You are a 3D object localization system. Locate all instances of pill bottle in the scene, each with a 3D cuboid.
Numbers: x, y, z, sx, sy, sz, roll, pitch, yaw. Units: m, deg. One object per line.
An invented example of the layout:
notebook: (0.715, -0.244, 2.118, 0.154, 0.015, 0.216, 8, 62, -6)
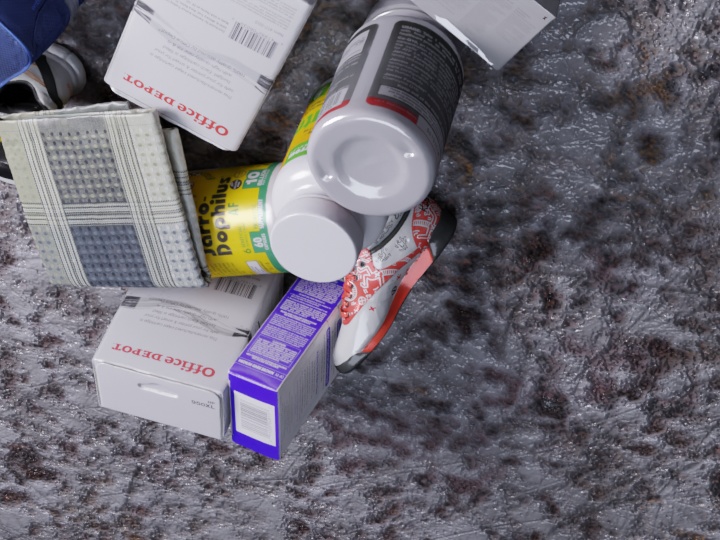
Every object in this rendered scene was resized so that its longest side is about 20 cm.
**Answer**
pill bottle: (-0.149, -0.049, 1.559, 0.199, 0.113, 0.113, -3, 131, 22)
pill bottle: (-0.019, -0.086, 1.419, 0.110, 0.201, 0.111, 9, 134, 10)
pill bottle: (0.030, -0.153, 1.340, 0.113, 0.201, 0.114, 9, 134, 10)

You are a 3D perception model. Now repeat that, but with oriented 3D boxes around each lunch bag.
lunch bag: (-0.361, -0.284, 1.402, 0.136, 0.133, 0.200, -14, 129, 48)

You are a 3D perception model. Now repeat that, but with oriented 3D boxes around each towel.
towel: (-0.253, -0.073, 1.503, 0.191, 0.035, 0.201, 1, 120, 24)

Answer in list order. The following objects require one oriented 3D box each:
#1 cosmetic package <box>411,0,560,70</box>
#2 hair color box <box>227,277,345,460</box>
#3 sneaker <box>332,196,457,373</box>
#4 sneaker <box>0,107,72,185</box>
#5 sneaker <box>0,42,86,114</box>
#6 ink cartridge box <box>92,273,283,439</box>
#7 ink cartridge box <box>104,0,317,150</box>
cosmetic package: (0.075, -0.271, 1.320, 0.200, 0.051, 0.082, 37, 134, -16)
hair color box: (-0.065, 0.087, 1.592, 0.065, 0.200, 0.110, 21, 136, 19)
sneaker: (0.000, -0.001, 1.542, 0.108, 0.067, 0.202, 32, 101, -13)
sneaker: (-0.300, -0.138, 1.543, 0.199, 0.070, 0.090, 0, 151, 11)
sneaker: (-0.381, -0.206, 1.516, 0.199, 0.080, 0.074, 16, 136, 6)
ink cartridge box: (-0.180, 0.065, 1.607, 0.144, 0.201, 0.084, 14, 138, 10)
ink cartridge box: (-0.134, -0.230, 1.404, 0.146, 0.086, 0.200, 27, 136, -7)
